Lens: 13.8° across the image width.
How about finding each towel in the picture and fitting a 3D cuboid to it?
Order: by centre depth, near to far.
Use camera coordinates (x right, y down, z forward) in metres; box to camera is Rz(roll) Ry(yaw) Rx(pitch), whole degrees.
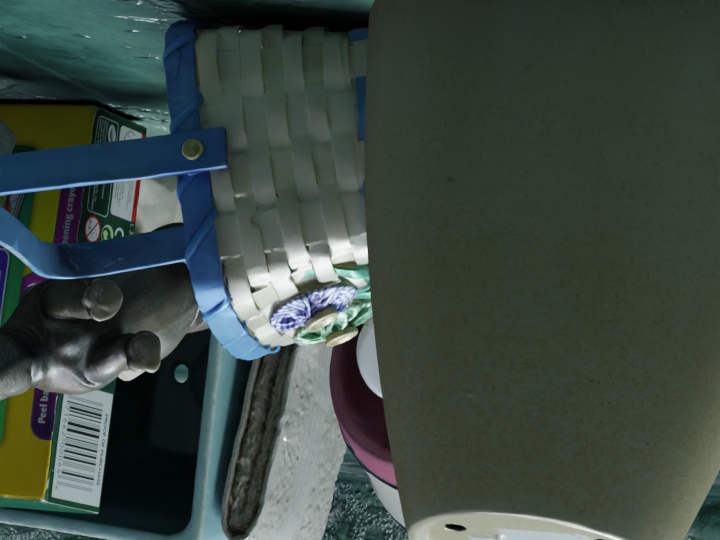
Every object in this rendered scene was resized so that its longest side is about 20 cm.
[{"bbox_3d":[-0.032,0.073,1.802,0.034,0.200,0.133,10,174,20],"label":"towel"}]

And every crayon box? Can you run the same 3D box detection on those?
[{"bbox_3d":[-0.206,0.017,1.515,0.172,0.200,0.058,2,170,28],"label":"crayon box"}]

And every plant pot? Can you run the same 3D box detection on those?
[{"bbox_3d":[0.080,0.011,1.092,0.187,0.200,0.187,8,158,3],"label":"plant pot"},{"bbox_3d":[-0.126,0.065,1.863,0.196,0.197,0.200,6,179,27],"label":"plant pot"}]

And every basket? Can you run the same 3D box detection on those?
[{"bbox_3d":[-0.064,-0.032,1.265,0.200,0.139,0.176,-5,170,11],"label":"basket"}]

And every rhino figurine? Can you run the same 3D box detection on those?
[{"bbox_3d":[-0.130,0.028,1.406,0.200,0.060,0.087,-26,-170,-33],"label":"rhino figurine"}]

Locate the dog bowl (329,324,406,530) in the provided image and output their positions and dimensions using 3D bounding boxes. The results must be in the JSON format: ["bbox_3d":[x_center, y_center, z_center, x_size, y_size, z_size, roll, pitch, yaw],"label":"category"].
[{"bbox_3d":[0.070,0.050,1.615,0.200,0.200,0.074,0,151,37],"label":"dog bowl"}]

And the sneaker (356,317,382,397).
[{"bbox_3d":[0.096,0.002,1.355,0.200,0.071,0.099,-13,-159,5],"label":"sneaker"}]

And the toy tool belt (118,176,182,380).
[{"bbox_3d":[-0.179,-0.002,1.642,0.200,0.123,0.125,0,170,41],"label":"toy tool belt"}]

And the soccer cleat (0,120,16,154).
[{"bbox_3d":[-0.244,-0.032,1.471,0.086,0.070,0.200,29,141,-25],"label":"soccer cleat"}]
